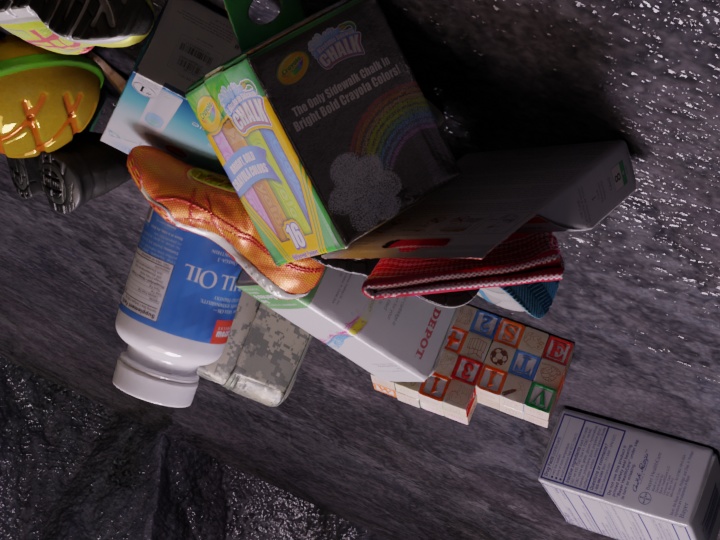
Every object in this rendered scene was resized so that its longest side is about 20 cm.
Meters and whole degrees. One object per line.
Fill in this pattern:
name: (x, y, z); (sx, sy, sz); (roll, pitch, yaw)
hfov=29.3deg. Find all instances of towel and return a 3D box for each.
towel: (0.079, -0.009, 1.032); (0.143, 0.023, 0.200); (-7, -173, 7)

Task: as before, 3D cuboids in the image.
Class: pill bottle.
pill bottle: (-0.174, 0.025, 1.348); (0.111, 0.201, 0.112); (17, -174, -2)

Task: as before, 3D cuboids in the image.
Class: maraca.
maraca: (-0.324, -0.156, 1.243); (0.199, 0.108, 0.137); (-11, 159, -41)

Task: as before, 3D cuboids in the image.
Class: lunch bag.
lunch bag: (-0.131, 0.021, 1.461); (0.167, 0.201, 0.139); (22, -175, -15)

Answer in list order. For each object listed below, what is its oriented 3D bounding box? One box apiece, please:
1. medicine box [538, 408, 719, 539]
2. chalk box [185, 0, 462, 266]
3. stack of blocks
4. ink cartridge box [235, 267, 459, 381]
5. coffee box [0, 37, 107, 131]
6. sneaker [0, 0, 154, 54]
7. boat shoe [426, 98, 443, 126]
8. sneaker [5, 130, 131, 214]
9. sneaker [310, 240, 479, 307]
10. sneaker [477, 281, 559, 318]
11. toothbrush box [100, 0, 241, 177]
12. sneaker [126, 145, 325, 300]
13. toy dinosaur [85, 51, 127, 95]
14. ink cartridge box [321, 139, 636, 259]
medicine box: (0.346, 0.274, 1.737); (0.199, 0.103, 0.182); (15, 160, 27)
chalk box: (-0.039, -0.123, 1.029); (0.124, 0.124, 0.201); (-13, 106, 61)
stack of blocks: (0.124, 0.107, 1.531); (0.199, 0.116, 0.059); (19, 161, 12)
ink cartridge box: (0.000, 0.000, 1.339); (0.199, 0.146, 0.087); (33, 160, -26)
coffee box: (-0.341, -0.168, 1.455); (0.122, 0.044, 0.200); (27, 161, -10)
sneaker: (-0.236, -0.218, 1.160); (0.199, 0.079, 0.090); (19, 169, 36)
boat shoe: (-0.010, -0.106, 1.188); (0.072, 0.068, 0.200); (31, 162, -27)
sneaker: (-0.293, -0.109, 1.373); (0.200, 0.090, 0.076); (30, 131, 47)
sneaker: (0.004, -0.024, 1.178); (0.199, 0.076, 0.088); (29, 175, -6)
sneaker: (0.107, -0.022, 1.264); (0.080, 0.077, 0.200); (15, 158, 40)
toothbrush box: (-0.135, -0.143, 1.208); (0.146, 0.086, 0.200); (27, 163, -13)
sneaker: (-0.112, -0.057, 1.207); (0.199, 0.077, 0.073); (32, -154, -4)
toy dinosaur: (-0.197, -0.150, 1.344); (0.199, 0.061, 0.106); (36, 147, -1)
ink cartridge box: (0.093, -0.036, 1.047); (0.160, 0.200, 0.050); (0, 119, 43)
